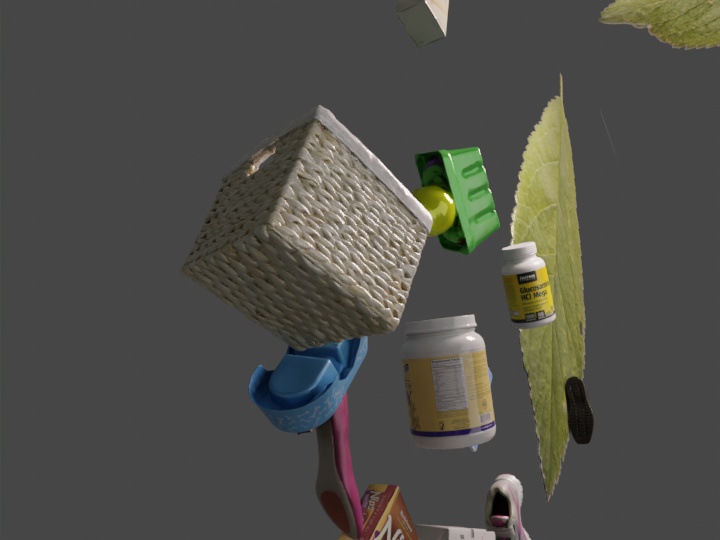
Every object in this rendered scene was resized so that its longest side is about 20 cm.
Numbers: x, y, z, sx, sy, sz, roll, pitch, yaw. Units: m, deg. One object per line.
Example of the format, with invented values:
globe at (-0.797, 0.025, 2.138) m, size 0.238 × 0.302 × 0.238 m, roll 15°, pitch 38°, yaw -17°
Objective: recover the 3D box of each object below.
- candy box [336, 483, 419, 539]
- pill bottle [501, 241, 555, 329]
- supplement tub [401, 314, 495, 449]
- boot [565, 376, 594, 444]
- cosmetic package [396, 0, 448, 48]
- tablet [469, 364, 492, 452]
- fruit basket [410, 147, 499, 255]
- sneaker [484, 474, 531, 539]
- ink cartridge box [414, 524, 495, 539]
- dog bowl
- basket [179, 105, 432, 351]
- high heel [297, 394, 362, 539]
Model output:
candy box at (0.043, 0.427, 0.837) m, size 0.117 × 0.056 × 0.203 m, roll -41°, pitch 117°, yaw -53°
pill bottle at (0.419, 0.036, 1.478) m, size 0.112 × 0.111 × 0.204 m, roll -22°, pitch 99°, yaw -57°
supplement tub at (0.144, 0.182, 0.979) m, size 0.144 × 0.143 × 0.204 m, roll 2°, pitch 79°, yaw -56°
boot at (0.709, 0.446, 1.857) m, size 0.138 × 0.076 × 0.204 m, roll 27°, pitch 60°, yaw -57°
cosmetic package at (0.138, -0.595, 1.251) m, size 0.103 × 0.072 × 0.203 m, roll 38°, pitch 50°, yaw -46°
tablet at (0.234, 0.257, 1.221) m, size 0.131 × 0.013 × 0.201 m, roll 59°, pitch 39°, yaw -30°
fruit basket at (0.148, -0.123, 1.112) m, size 0.211 × 0.155 × 0.220 m, roll -2°, pitch 99°, yaw -17°
sneaker at (0.292, 0.523, 1.185) m, size 0.088 × 0.080 × 0.204 m, roll 20°, pitch 57°, yaw -52°
ink cartridge box at (0.164, 0.500, 0.994) m, size 0.199 × 0.067 × 0.118 m, roll 33°, pitch 55°, yaw -49°
dog bowl at (-0.056, 0.116, 0.727) m, size 0.201 × 0.109 × 0.050 m, roll -57°, pitch 141°, yaw -47°
basket at (-0.058, -0.030, 0.655) m, size 0.199 × 0.196 × 0.163 m, roll 38°, pitch 54°, yaw -29°
high heel at (-0.020, 0.244, 0.773) m, size 0.095 × 0.067 × 0.204 m, roll -25°, pitch 100°, yaw -46°
